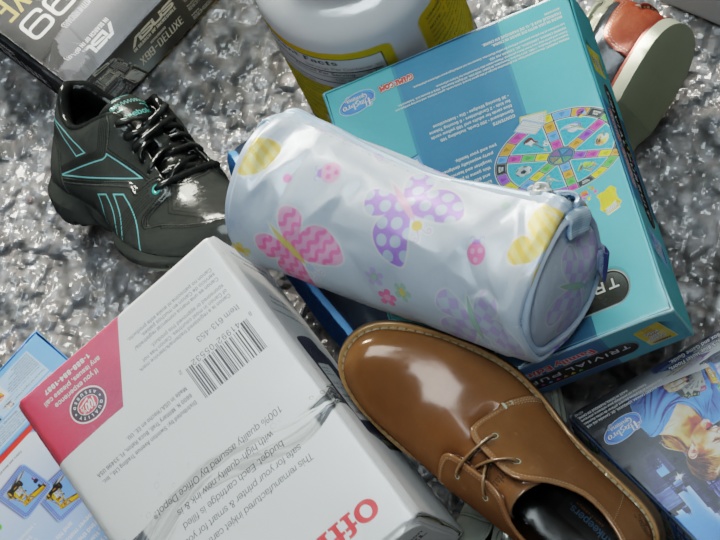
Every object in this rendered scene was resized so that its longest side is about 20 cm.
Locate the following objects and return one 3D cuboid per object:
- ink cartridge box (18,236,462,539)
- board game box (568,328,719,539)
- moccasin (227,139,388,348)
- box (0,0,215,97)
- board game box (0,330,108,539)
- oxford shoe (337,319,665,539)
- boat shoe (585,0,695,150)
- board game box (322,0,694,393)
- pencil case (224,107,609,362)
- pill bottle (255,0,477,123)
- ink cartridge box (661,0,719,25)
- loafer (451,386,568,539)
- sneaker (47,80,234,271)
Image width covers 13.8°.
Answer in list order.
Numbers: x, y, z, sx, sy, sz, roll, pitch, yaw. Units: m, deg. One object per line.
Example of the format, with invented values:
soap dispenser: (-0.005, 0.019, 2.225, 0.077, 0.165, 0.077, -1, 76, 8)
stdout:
ink cartridge box: (-0.064, 0.107, 1.594, 0.145, 0.084, 0.200, -41, 67, 8)
board game box: (0.246, 0.116, 1.575, 0.200, 0.062, 0.200, -29, 62, 0)
moccasin: (0.000, 0.000, 1.697, 0.068, 0.080, 0.200, -35, 76, -9)
box: (-0.156, -0.210, 1.842, 0.158, 0.050, 0.200, 38, 79, 26)
board game box: (-0.164, 0.149, 1.681, 0.200, 0.037, 0.151, 38, 79, 27)
oxford shoe: (0.070, 0.093, 1.534, 0.200, 0.071, 0.071, 35, 104, 8)
boat shoe: (0.112, -0.069, 1.694, 0.063, 0.071, 0.200, 28, 79, 36)
board game box: (0.078, -0.032, 1.619, 0.151, 0.047, 0.200, -22, 65, 13)
pencil case: (0.027, -0.020, 1.556, 0.200, 0.091, 0.083, 18, 35, 28)
pill bottle: (0.001, -0.155, 1.690, 0.111, 0.200, 0.111, -6, 64, 11)
ink cartridge box: (0.280, -0.197, 1.702, 0.200, 0.085, 0.145, 26, 74, 23)
loafer: (0.079, 0.141, 1.601, 0.070, 0.070, 0.200, 1, 65, 1)
sneaker: (-0.122, -0.054, 1.700, 0.075, 0.079, 0.200, -19, 26, -34)
